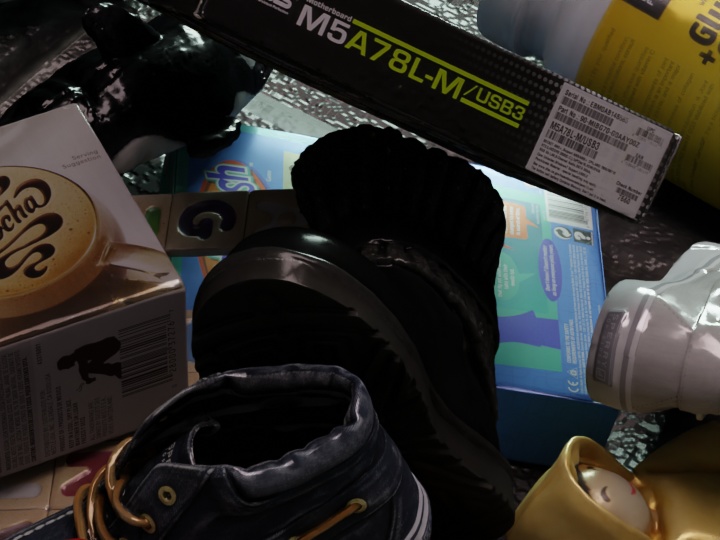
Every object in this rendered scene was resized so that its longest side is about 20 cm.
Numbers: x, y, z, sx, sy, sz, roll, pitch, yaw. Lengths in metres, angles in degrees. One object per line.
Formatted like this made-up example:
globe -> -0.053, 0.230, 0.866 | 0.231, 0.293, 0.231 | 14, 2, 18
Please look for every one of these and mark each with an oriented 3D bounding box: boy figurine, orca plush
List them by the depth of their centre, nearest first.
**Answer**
boy figurine -> 0.157, 0.105, 1.210 | 0.199, 0.065, 0.125 | 10, 41, -14
orca plush -> -0.123, -0.085, 1.269 | 0.199, 0.071, 0.105 | -20, 30, -21

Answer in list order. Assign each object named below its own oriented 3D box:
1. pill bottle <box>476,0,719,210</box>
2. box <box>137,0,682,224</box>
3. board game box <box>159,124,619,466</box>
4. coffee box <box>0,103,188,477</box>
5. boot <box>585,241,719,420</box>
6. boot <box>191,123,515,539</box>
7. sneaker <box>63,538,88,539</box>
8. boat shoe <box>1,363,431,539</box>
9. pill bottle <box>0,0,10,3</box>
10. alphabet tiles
pill bottle -> 0.160, -0.102, 1.415 | 0.199, 0.112, 0.112 | 31, 41, 17
box -> 0.011, -0.086, 1.193 | 0.199, 0.048, 0.193 | 24, 4, -14
board game box -> 0.009, 0.008, 1.284 | 0.199, 0.045, 0.153 | 10, 40, -8
coffee box -> -0.179, 0.025, 1.136 | 0.199, 0.080, 0.113 | -18, 50, -18
boot -> 0.168, 0.036, 1.238 | 0.095, 0.074, 0.200 | 14, 12, 19
boot -> -0.002, 0.001, 1.133 | 0.079, 0.211, 0.159 | -12, 56, 18
sneaker -> -0.065, 0.159, 1.024 | 0.199, 0.116, 0.079 | 3, 41, -17
boat shoe -> -0.079, 0.090, 1.062 | 0.199, 0.091, 0.071 | -17, 47, 5
pill bottle -> -0.186, -0.180, 1.382 | 0.199, 0.112, 0.111 | -18, 50, -36
alphabet tiles -> -0.102, 0.044, 1.182 | 0.166, 0.008, 0.201 | -2, 48, 7
